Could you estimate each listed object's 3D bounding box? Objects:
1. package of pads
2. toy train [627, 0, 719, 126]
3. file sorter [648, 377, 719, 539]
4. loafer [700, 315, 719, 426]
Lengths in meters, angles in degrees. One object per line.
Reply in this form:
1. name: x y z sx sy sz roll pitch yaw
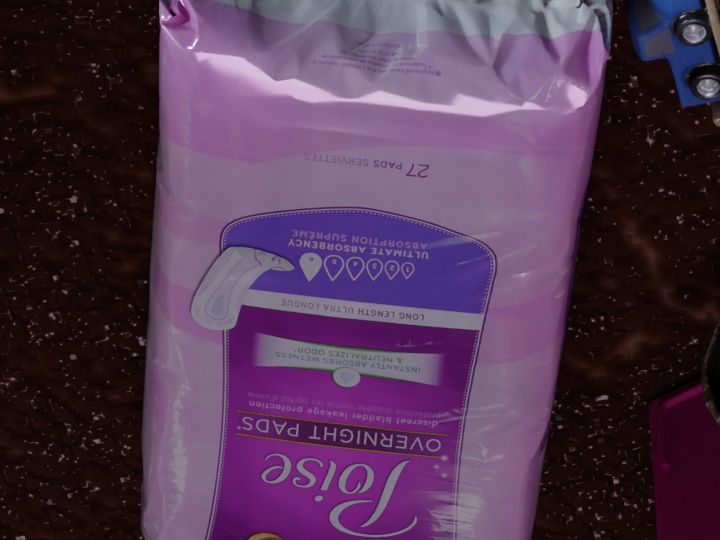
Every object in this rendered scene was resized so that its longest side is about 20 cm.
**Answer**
1. package of pads: 0.000 0.000 0.741 0.120 0.076 0.201 8 128 2
2. toy train: 0.075 -0.108 0.656 0.046 0.034 0.200 -11 136 14
3. file sorter: 0.177 0.115 0.738 0.139 0.201 0.125 -28 124 24
4. loafer: 0.140 -0.029 0.701 0.071 0.073 0.201 11 123 -28
